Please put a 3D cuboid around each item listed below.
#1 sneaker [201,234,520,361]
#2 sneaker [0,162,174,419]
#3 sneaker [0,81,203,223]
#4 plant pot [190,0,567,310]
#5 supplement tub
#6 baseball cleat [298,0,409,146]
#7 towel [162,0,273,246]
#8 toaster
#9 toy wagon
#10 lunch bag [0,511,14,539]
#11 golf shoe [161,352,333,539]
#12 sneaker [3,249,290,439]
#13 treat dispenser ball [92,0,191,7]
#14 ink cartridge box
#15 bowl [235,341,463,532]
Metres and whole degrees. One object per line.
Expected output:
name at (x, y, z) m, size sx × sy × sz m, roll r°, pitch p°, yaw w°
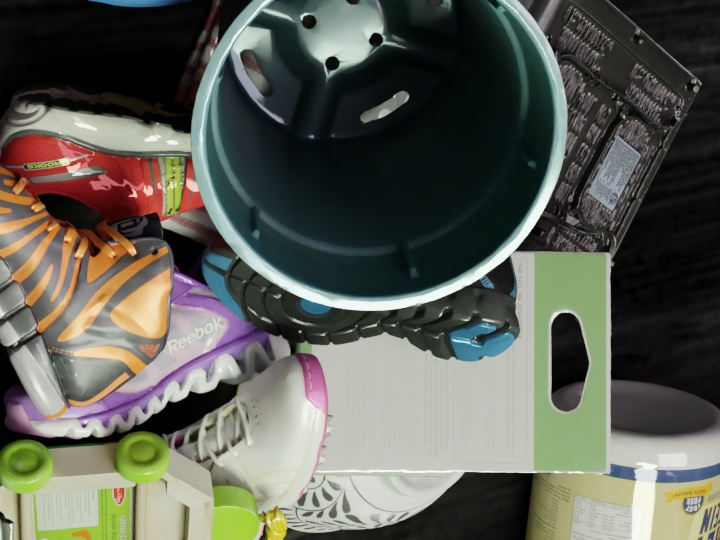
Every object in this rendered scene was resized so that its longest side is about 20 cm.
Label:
sneaker at (0.000, 0.000, 1.457) m, size 0.199 × 0.073 × 0.082 m, roll 12°, pitch 58°, yaw -14°
sneaker at (-0.173, -0.024, 1.344) m, size 0.112 × 0.078 × 0.201 m, roll -27°, pitch 111°, yaw -5°
sneaker at (-0.123, -0.055, 1.414) m, size 0.199 × 0.077 × 0.085 m, roll 12°, pitch 109°, yaw -22°
plant pot at (0.001, -0.108, 1.331) m, size 0.199 × 0.196 × 0.201 m, roll -2°, pitch 113°, yaw -6°
supplement tub at (0.192, 0.194, 1.746) m, size 0.144 × 0.144 × 0.201 m, roll -8°, pitch 111°, yaw -40°
baseball cleat at (0.005, -0.143, 1.478) m, size 0.106 × 0.070 × 0.201 m, roll -2°, pitch 117°, yaw -44°
towel at (-0.052, -0.103, 1.497) m, size 0.146 × 0.030 × 0.201 m, roll 23°, pitch 90°, yaw -43°
toaster at (0.110, -0.090, 1.585) m, size 0.181 × 0.118 × 0.201 m, roll 32°, pitch 83°, yaw -43°
toy wagon at (-0.144, 0.155, 1.433) m, size 0.199 × 0.040 × 0.156 m, roll -4°, pitch 138°, yaw -10°
lunch bag at (-0.306, 0.141, 1.264) m, size 0.199 × 0.167 × 0.140 m, roll -15°, pitch 115°, yaw -37°
golf shoe at (-0.085, 0.119, 1.470) m, size 0.091 × 0.076 × 0.200 m, roll 5°, pitch 141°, yaw -28°
sneaker at (-0.135, 0.041, 1.449) m, size 0.199 × 0.080 × 0.089 m, roll -22°, pitch 111°, yaw -37°
treat dispenser ball at (-0.116, -0.241, 1.268) m, size 0.200 × 0.200 × 0.202 m, roll -16°, pitch 116°, yaw -37°
ink cartridge box at (0.057, 0.058, 1.511) m, size 0.199 × 0.048 × 0.147 m, roll 1°, pitch 83°, yaw -5°
bowl at (0.020, 0.096, 1.592) m, size 0.200 × 0.094 × 0.202 m, roll -17°, pitch 117°, yaw -36°
